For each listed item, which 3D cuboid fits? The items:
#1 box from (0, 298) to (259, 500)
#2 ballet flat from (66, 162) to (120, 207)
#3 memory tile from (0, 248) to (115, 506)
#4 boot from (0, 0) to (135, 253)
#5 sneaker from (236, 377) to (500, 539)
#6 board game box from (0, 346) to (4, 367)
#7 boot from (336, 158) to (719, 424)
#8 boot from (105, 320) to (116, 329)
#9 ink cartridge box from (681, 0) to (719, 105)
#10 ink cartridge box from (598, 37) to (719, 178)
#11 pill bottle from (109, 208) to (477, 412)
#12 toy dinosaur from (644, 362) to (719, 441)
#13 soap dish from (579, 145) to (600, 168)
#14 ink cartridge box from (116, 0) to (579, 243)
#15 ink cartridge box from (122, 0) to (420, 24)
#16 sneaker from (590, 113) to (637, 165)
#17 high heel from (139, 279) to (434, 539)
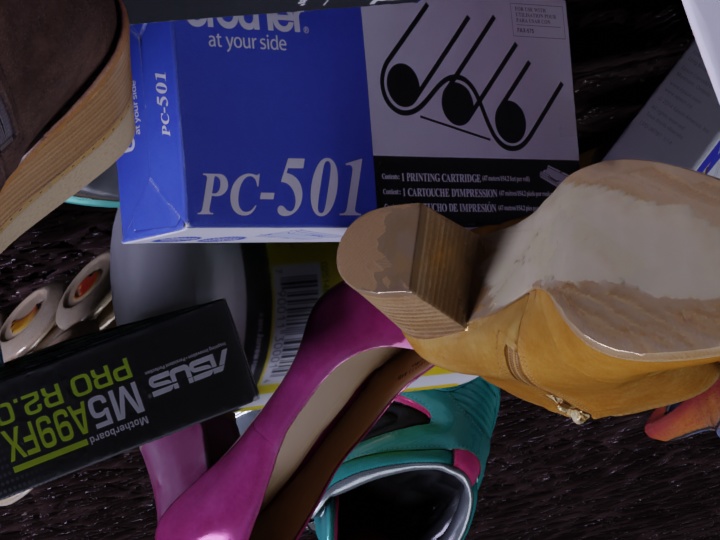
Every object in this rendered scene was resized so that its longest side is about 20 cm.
[{"bbox_3d":[-0.161,0.069,1.118,0.200,0.044,0.160,-20,-178,-31],"label":"box"},{"bbox_3d":[-0.059,-0.061,1.109,0.200,0.073,0.073,7,155,-39],"label":"ballet flat"},{"bbox_3d":[-0.184,0.068,1.329,0.017,0.154,0.200,42,135,-22],"label":"memory tile"},{"bbox_3d":[-0.156,-0.043,0.867,0.200,0.072,0.167,-46,147,-19],"label":"boot"},{"bbox_3d":[-0.016,0.110,1.361,0.200,0.121,0.084,-30,127,28],"label":"sneaker"},{"bbox_3d":[-0.222,-0.013,1.038,0.103,0.105,0.200,-18,165,11],"label":"board game box"},{"bbox_3d":[0.104,0.015,1.043,0.201,0.071,0.144,3,163,36],"label":"boot"},{"bbox_3d":[-0.102,0.058,1.465,0.200,0.077,0.155,-25,162,-9],"label":"boot"},{"bbox_3d":[0.149,-0.105,0.963,0.083,0.147,0.200,-20,163,10],"label":"ink cartridge box"},{"bbox_3d":[0.141,-0.060,1.206,0.200,0.039,0.099,-51,169,-11],"label":"ink cartridge box"},{"bbox_3d":[0.000,0.000,1.268,0.199,0.115,0.114,-5,162,-30],"label":"pill bottle"},{"bbox_3d":[0.203,0.044,1.450,0.181,0.105,0.200,-11,134,39],"label":"toy dinosaur"},{"bbox_3d":[0.131,-0.003,1.436,0.157,0.081,0.200,-23,162,27],"label":"soap dish"},{"bbox_3d":[-0.002,-0.059,1.082,0.200,0.094,0.044,0,174,-40],"label":"ink cartridge box"},{"bbox_3d":[-0.015,-0.121,0.977,0.199,0.037,0.095,-9,163,-24],"label":"ink cartridge box"},{"bbox_3d":[0.198,-0.080,1.291,0.199,0.071,0.076,-16,147,-7],"label":"sneaker"},{"bbox_3d":[-0.004,0.068,1.155,0.200,0.096,0.067,-37,148,29],"label":"high heel"}]
